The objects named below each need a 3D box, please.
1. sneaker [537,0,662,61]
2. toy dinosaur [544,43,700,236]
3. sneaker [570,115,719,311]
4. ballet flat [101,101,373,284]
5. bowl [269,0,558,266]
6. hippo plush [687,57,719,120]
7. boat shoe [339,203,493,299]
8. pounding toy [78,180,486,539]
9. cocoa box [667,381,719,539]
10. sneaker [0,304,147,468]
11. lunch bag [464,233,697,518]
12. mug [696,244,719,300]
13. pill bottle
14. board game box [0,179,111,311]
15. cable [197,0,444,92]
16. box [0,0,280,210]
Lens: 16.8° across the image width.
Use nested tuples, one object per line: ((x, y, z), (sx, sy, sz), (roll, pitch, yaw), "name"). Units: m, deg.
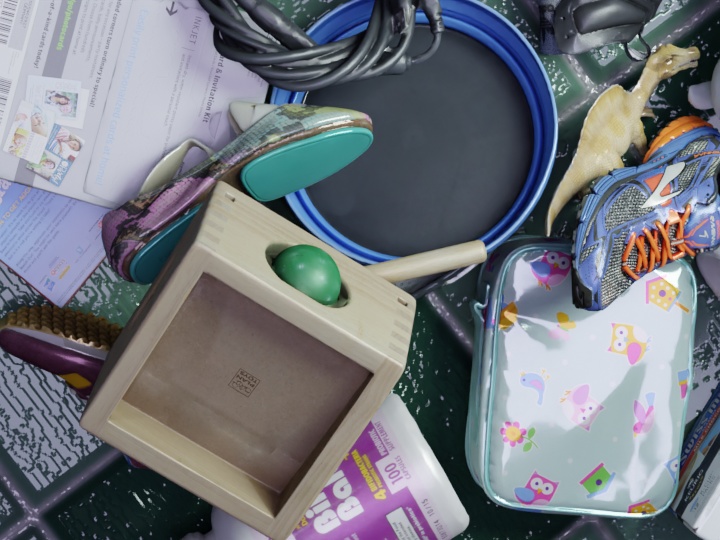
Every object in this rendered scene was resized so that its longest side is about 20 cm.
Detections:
((0.125, -0.210, 1.679), (0.198, 0.075, 0.115), (16, 93, -10), "sneaker")
((0.164, -0.078, 1.683), (0.058, 0.101, 0.200), (25, 60, 27), "toy dinosaur")
((0.206, -0.037, 1.642), (0.200, 0.078, 0.076), (-44, 142, -35), "sneaker")
((-0.089, -0.068, 1.628), (0.199, 0.069, 0.071), (-32, 61, 0), "ballet flat")
((0.036, -0.094, 1.673), (0.199, 0.039, 0.202), (-1, 77, 4), "bowl")
((0.309, -0.162, 1.642), (0.199, 0.159, 0.162), (7, 98, -44), "hippo plush")
((0.000, 0.000, 1.703), (0.199, 0.060, 0.076), (-29, 99, -1), "boat shoe")
((-0.047, 0.041, 1.588), (0.183, 0.142, 0.201), (31, 114, -8), "pounding toy")
((0.332, 0.164, 1.721), (0.199, 0.131, 0.134), (31, 93, -9), "cocoa box")
((-0.165, 0.091, 1.688), (0.198, 0.075, 0.091), (18, 103, -11), "sneaker")
((0.151, 0.070, 1.720), (0.159, 0.077, 0.202), (4, 97, -4), "lunch bag")
((0.342, -0.011, 1.716), (0.149, 0.187, 0.153), (39, 82, 25), "mug")
((-0.033, 0.180, 1.698), (0.199, 0.112, 0.113), (-31, 99, -2), "pill bottle")
((-0.184, -0.081, 1.696), (0.103, 0.019, 0.200), (40, 92, -11), "board game box")
((-0.038, -0.215, 1.650), (0.162, 0.051, 0.201), (-16, 77, -13), "cable")
((-0.167, -0.121, 1.662), (0.198, 0.041, 0.157), (15, 96, -7), "box")
